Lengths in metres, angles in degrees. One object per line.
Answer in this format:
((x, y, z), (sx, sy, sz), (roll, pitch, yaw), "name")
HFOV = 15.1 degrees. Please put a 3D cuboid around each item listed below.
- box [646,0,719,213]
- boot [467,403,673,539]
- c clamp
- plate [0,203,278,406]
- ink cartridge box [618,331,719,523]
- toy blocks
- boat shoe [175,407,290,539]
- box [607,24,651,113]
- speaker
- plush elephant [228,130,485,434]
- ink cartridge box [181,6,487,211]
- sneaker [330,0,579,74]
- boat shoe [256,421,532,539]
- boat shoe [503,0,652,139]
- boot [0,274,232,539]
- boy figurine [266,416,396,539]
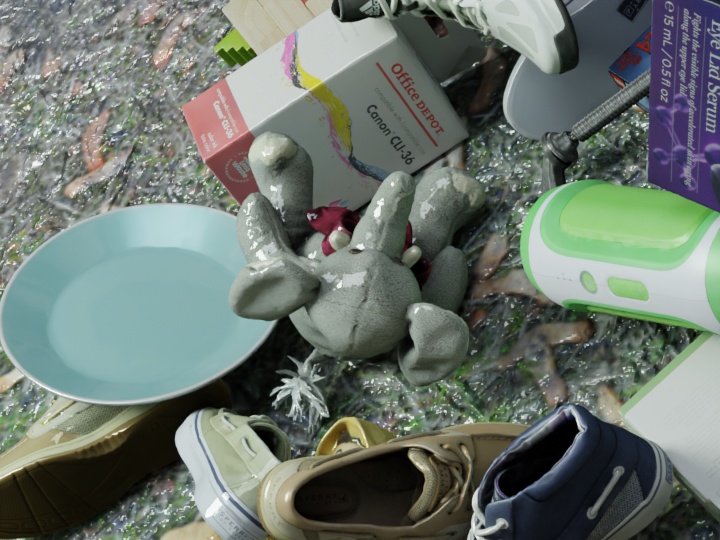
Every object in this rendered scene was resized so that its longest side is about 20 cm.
((0.268, -0.096, 1.507), (0.199, 0.149, 0.104), (25, 48, 31), "box")
((0.085, 0.156, 1.595), (0.200, 0.090, 0.073), (-45, 42, 15), "boot")
((0.186, -0.096, 1.760), (0.200, 0.027, 0.171), (-42, 55, 24), "c clamp")
((-0.147, 0.027, 1.847), (0.199, 0.026, 0.201), (-5, 41, 4), "plate")
((0.261, 0.096, 1.582), (0.145, 0.048, 0.200), (-41, 44, -2), "ink cartridge box")
((-0.003, -0.187, 1.960), (0.200, 0.100, 0.137), (-41, 54, 5), "toy blocks")
((-0.071, 0.125, 1.727), (0.062, 0.072, 0.200), (-43, 17, 3), "boat shoe")
((0.278, -0.165, 1.785), (0.200, 0.038, 0.136), (-45, 44, -6), "box")
((0.184, -0.008, 1.643), (0.089, 0.088, 0.200), (-55, 31, -16), "speaker")
((0.000, 0.000, 1.744), (0.155, 0.164, 0.201), (149, 137, -73), "plush elephant")
((-0.007, -0.114, 1.876), (0.199, 0.117, 0.068), (-34, 43, 7), "ink cartridge box")
((0.049, -0.175, 1.792), (0.115, 0.076, 0.201), (-34, 58, -16), "sneaker")
((0.041, 0.133, 1.626), (0.199, 0.072, 0.064), (-9, -3, -18), "boat shoe")
((0.168, -0.173, 1.853), (0.200, 0.074, 0.065), (-47, 14, -1), "boat shoe")
((-0.199, 0.087, 1.875), (0.199, 0.072, 0.155), (-29, 46, 0), "boot")
((-0.027, 0.184, 1.692), (0.124, 0.064, 0.201), (12, 66, 49), "boy figurine")
